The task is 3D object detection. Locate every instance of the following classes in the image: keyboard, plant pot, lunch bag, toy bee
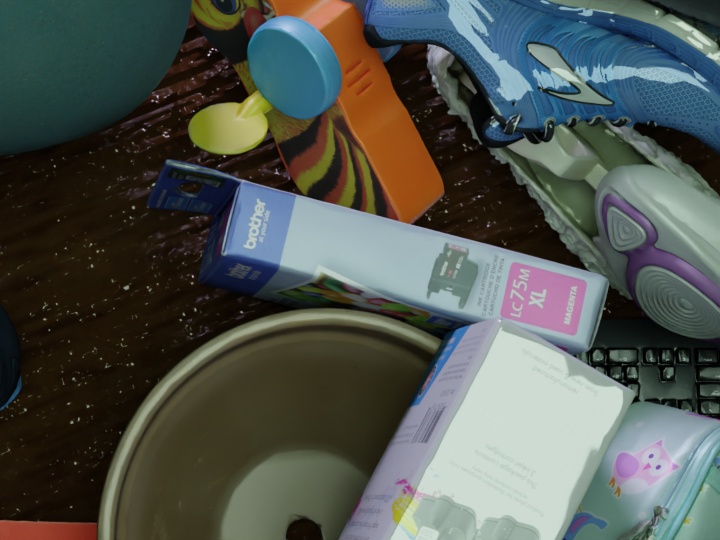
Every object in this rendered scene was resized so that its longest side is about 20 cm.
[{"bbox_3d":[0.195,0.073,1.236,0.198,0.040,0.105,-1,85,-8],"label":"keyboard"},{"bbox_3d":[-0.021,0.119,1.172,0.199,0.093,0.203,1,86,-9],"label":"plant pot"},{"bbox_3d":[-0.152,-0.131,1.141,0.134,0.199,0.201,29,80,-43],"label":"plant pot"},{"bbox_3d":[0.156,0.158,1.159,0.200,0.077,0.161,46,71,-38],"label":"lunch bag"},{"bbox_3d":[-0.032,-0.113,1.196,0.130,0.108,0.202,-14,103,-45],"label":"toy bee"}]

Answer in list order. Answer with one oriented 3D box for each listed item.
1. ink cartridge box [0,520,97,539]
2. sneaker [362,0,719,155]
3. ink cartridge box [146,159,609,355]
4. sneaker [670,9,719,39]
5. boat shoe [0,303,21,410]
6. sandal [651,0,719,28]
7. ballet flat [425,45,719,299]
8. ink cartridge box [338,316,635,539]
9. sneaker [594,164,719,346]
[{"bbox_3d":[-0.174,0.211,1.144,0.159,0.047,0.202,4,86,-25],"label":"ink cartridge box"},{"bbox_3d":[0.091,-0.088,1.159,0.199,0.079,0.090,25,94,-3],"label":"sneaker"},{"bbox_3d":[0.000,0.000,1.171,0.198,0.119,0.042,17,82,-7],"label":"ink cartridge box"},{"bbox_3d":[0.208,-0.127,1.237,0.198,0.078,0.091,3,82,-9],"label":"sneaker"},{"bbox_3d":[-0.218,-0.022,1.165,0.200,0.069,0.084,42,81,-3],"label":"boat shoe"},{"bbox_3d":[0.142,-0.138,1.137,0.199,0.076,0.043,18,108,-32],"label":"sandal"},{"bbox_3d":[0.104,-0.043,1.217,0.200,0.072,0.072,42,81,-2],"label":"ballet flat"},{"bbox_3d":[0.028,0.125,1.075,0.068,0.115,0.201,29,82,-5],"label":"ink cartridge box"},{"bbox_3d":[0.188,-0.006,1.193,0.199,0.075,0.100,32,71,-27],"label":"sneaker"}]
